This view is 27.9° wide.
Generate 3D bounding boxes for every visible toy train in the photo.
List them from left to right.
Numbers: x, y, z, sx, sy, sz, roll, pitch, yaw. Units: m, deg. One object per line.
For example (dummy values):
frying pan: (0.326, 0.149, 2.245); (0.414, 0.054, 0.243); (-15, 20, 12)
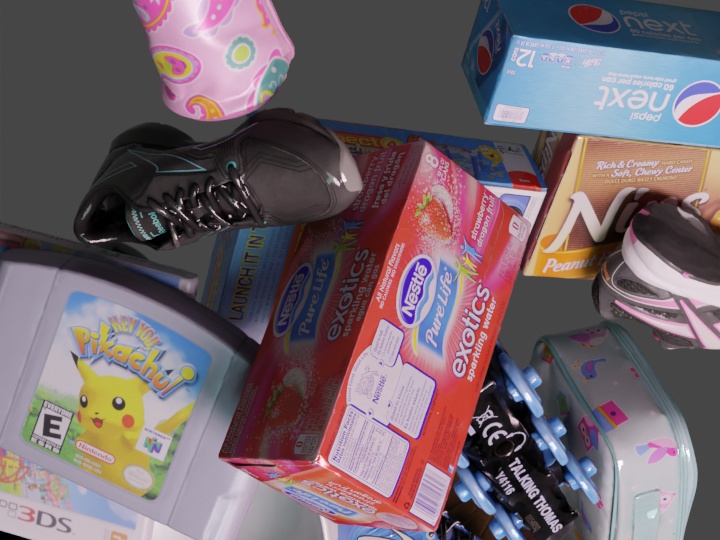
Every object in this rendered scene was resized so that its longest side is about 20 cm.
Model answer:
toy train: (0.087, 0.103, 0.971); (0.086, 0.115, 0.200); (-34, 130, 2)

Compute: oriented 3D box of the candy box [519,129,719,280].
candy box: (0.210, -0.050, 0.988); (0.198, 0.056, 0.116); (4, 128, -17)

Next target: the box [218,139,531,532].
box: (0.011, 0.038, 0.840); (0.099, 0.202, 0.095); (34, 155, -33)

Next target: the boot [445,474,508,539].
boot: (0.086, 0.254, 1.122); (0.073, 0.200, 0.156); (-40, 167, -35)

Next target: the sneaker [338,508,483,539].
sneaker: (0.032, 0.181, 1.007); (0.198, 0.079, 0.090); (18, 109, 13)

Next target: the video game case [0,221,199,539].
video game case: (-0.206, 0.076, 0.925); (0.180, 0.022, 0.202); (14, 106, 6)

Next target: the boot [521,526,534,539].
boot: (0.051, 0.244, 1.184); (0.187, 0.069, 0.200); (-31, 125, 21)

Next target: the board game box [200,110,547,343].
board game box: (0.000, 0.000, 0.978); (0.194, 0.056, 0.201); (6, 127, -18)

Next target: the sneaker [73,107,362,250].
sneaker: (-0.086, -0.042, 0.844); (0.198, 0.079, 0.076); (-1, 127, 40)

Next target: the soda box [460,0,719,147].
soda box: (0.169, -0.126, 0.909); (0.198, 0.068, 0.065); (5, 128, -17)

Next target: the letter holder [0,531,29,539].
letter holder: (-0.212, 0.215, 1.045); (0.198, 0.102, 0.143); (2, 149, -15)

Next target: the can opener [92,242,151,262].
can opener: (-0.142, 0.061, 0.995); (0.066, 0.054, 0.201); (-22, 131, 9)

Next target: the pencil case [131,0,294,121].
pencil case: (-0.095, -0.182, 0.789); (0.086, 0.088, 0.201); (-15, 128, -1)

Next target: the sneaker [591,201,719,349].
sneaker: (0.240, 0.020, 0.982); (0.199, 0.081, 0.086); (24, 135, -22)

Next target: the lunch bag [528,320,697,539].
lunch bag: (0.185, 0.153, 1.075); (0.076, 0.161, 0.202); (-15, 130, -13)

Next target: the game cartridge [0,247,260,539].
game cartridge: (-0.144, 0.071, 0.884); (0.198, 0.040, 0.134); (24, 104, 3)

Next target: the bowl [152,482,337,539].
bowl: (-0.091, 0.164, 0.975); (0.199, 0.090, 0.204); (5, 101, 24)
